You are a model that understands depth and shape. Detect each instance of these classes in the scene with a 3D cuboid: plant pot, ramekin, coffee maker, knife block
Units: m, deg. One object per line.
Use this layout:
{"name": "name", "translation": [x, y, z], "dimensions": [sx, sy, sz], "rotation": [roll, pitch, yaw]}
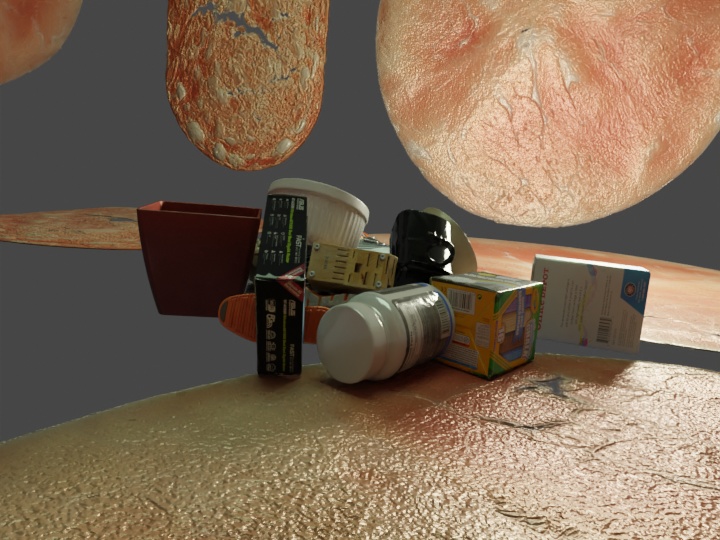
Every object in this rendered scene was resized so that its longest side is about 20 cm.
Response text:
{"name": "plant pot", "translation": [-0.280, -0.021, 1.018], "dimensions": [0.193, 0.182, 0.200], "rotation": [4, 10, -10]}
{"name": "ramekin", "translation": [-0.087, -0.080, 1.057], "dimensions": [0.194, 0.108, 0.201], "rotation": [13, -13, 3]}
{"name": "coffee maker", "translation": [0.116, -0.020, 1.025], "dimensions": [0.133, 0.193, 0.202], "rotation": [33, 32, -16]}
{"name": "plant pot", "translation": [0.164, -0.027, 1.366], "dimensions": [0.133, 0.204, 0.199], "rotation": [-35, 24, -17]}
{"name": "knife block", "translation": [-0.030, 0.015, 1.008], "dimensions": [0.193, 0.066, 0.176], "rotation": [8, -16, 10]}

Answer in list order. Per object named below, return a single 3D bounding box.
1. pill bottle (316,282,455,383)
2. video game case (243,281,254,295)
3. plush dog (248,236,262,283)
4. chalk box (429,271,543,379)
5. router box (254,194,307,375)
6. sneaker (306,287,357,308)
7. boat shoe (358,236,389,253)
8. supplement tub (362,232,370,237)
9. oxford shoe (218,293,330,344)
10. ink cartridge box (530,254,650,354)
{"name": "pill bottle", "translation": [0.038, 0.083, 0.776], "dimensions": [0.111, 0.118, 0.197], "rotation": [12, 11, 36]}
{"name": "video game case", "translation": [-0.132, 0.055, 1.133], "dimensions": [0.193, 0.023, 0.182], "rotation": [5, 9, -9]}
{"name": "plush dog", "translation": [-0.170, -0.031, 1.177], "dimensions": [0.194, 0.165, 0.173], "rotation": [9, 33, 18]}
{"name": "chalk box", "translation": [0.204, 0.075, 0.896], "dimensions": [0.122, 0.128, 0.197], "rotation": [12, 10, 41]}
{"name": "router box", "translation": [-0.103, 0.014, 0.769], "dimensions": [0.060, 0.153, 0.203], "rotation": [3, 36, -6]}
{"name": "sneaker", "translation": [-0.073, 0.068, 0.965], "dimensions": [0.194, 0.081, 0.077], "rotation": [11, -4, 13]}
{"name": "boat shoe", "translation": [0.019, -0.040, 1.206], "dimensions": [0.193, 0.073, 0.069], "rotation": [0, 54, -13]}
{"name": "supplement tub", "translation": [-0.058, -0.047, 1.468], "dimensions": [0.120, 0.127, 0.197], "rotation": [12, 11, 38]}
{"name": "oxford shoe", "translation": [-0.123, 0.083, 0.885], "dimensions": [0.193, 0.074, 0.073], "rotation": [11, -10, 6]}
{"name": "ink cartridge box", "translation": [0.405, 0.056, 1.039], "dimensions": [0.194, 0.150, 0.084], "rotation": [8, 10, 16]}
